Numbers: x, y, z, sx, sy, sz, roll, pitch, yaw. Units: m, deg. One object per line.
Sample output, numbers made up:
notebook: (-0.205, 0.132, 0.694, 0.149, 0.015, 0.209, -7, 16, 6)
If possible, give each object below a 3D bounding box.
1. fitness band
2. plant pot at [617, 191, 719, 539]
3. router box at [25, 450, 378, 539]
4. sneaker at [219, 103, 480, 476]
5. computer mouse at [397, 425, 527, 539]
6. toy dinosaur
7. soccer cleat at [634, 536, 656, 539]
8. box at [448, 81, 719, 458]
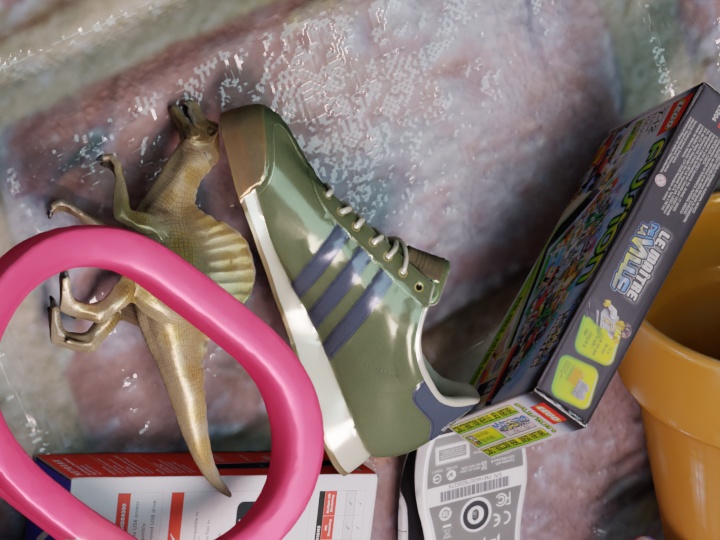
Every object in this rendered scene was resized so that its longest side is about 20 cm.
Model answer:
fitness band: (-0.107, 0.067, 1.404, 0.200, 0.037, 0.144, 39, 71, -23)
plant pot: (0.236, 0.081, 1.608, 0.200, 0.200, 0.184, -18, 125, -26)
router box: (-0.089, 0.195, 1.515, 0.179, 0.049, 0.201, 2, 100, -30)
sneaker: (0.000, 0.000, 1.487, 0.090, 0.067, 0.201, -17, 105, 5)
computer mouse: (0.054, 0.156, 1.596, 0.109, 0.044, 0.201, -10, 110, -27)
toy dinosaur: (-0.101, 0.014, 1.443, 0.101, 0.058, 0.201, -1, 88, -13)
soccer cleat: (0.147, 0.233, 1.636, 0.068, 0.073, 0.200, -26, 150, -46)
box: (0.124, 0.000, 1.530, 0.035, 0.110, 0.200, 36, 66, -12)
